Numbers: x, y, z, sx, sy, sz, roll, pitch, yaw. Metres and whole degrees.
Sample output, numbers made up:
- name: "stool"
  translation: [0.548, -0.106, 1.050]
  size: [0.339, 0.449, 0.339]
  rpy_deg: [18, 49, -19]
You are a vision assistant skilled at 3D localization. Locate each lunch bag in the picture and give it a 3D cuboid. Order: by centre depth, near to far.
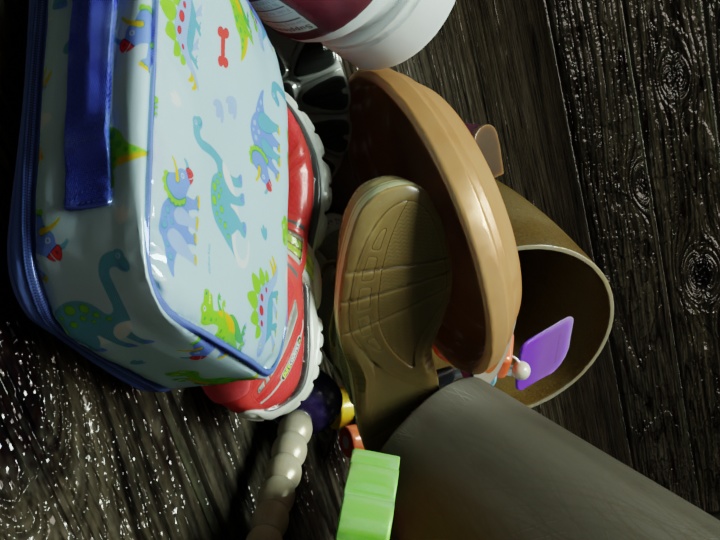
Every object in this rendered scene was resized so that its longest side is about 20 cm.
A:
- name: "lunch bag"
  translation: [-0.094, -0.054, 0.567]
  size: [0.161, 0.082, 0.202]
  rpy_deg: [46, 39, -66]

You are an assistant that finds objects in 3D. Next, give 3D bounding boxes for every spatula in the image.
- name: "spatula"
  translation: [0.092, 0.086, 1.006]
  size: [0.021, 0.198, 0.057]
  rpy_deg: [-125, -152, -48]

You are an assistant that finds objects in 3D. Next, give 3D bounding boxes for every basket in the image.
- name: "basket"
  translation: [0.105, 0.169, 0.718]
  size: [0.181, 0.200, 0.136]
  rpy_deg: [-51, 151, 0]

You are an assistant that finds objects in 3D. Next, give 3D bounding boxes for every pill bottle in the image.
- name: "pill bottle"
  translation: [-0.040, -0.193, 0.652]
  size: [0.199, 0.113, 0.115]
  rpy_deg: [26, 55, -45]

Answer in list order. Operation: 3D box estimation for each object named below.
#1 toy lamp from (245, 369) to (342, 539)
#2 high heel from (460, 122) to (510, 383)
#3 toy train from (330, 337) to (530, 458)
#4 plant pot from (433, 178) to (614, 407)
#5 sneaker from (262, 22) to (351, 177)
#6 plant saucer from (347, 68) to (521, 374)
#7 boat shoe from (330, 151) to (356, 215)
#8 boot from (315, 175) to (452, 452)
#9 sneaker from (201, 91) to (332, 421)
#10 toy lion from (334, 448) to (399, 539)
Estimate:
- name: "toy lamp"
  translation: [-0.048, 0.137, 0.684]
  size: [0.201, 0.058, 0.059]
  rpy_deg: [-76, 153, -51]
- name: "high heel"
  translation: [0.060, -0.016, 0.880]
  size: [0.067, 0.096, 0.202]
  rpy_deg: [-20, 114, -44]
- name: "toy train"
  translation: [0.054, 0.074, 0.908]
  size: [0.200, 0.149, 0.056]
  rpy_deg: [-65, 174, -55]
- name: "plant pot"
  translation: [0.107, -0.003, 1.107]
  size: [0.201, 0.185, 0.187]
  rpy_deg: [-110, 179, -51]
- name: "sneaker"
  translation: [-0.048, -0.152, 0.788]
  size: [0.083, 0.080, 0.202]
  rpy_deg: [-41, 122, -78]
- name: "plant saucer"
  translation: [0.046, -0.034, 0.760]
  size: [0.201, 0.037, 0.201]
  rpy_deg: [60, -15, 28]
- name: "boat shoe"
  translation: [0.014, -0.050, 0.935]
  size: [0.203, 0.074, 0.075]
  rpy_deg: [60, 14, -53]
- name: "boot"
  translation: [0.000, 0.000, 0.772]
  size: [0.156, 0.072, 0.201]
  rpy_deg: [-119, -162, -49]
- name: "sneaker"
  translation: [-0.063, -0.018, 0.682]
  size: [0.085, 0.076, 0.202]
  rpy_deg: [17, 63, -63]
- name: "toy lion"
  translation: [-0.011, 0.204, 0.641]
  size: [0.201, 0.068, 0.193]
  rpy_deg: [-78, 178, -53]
